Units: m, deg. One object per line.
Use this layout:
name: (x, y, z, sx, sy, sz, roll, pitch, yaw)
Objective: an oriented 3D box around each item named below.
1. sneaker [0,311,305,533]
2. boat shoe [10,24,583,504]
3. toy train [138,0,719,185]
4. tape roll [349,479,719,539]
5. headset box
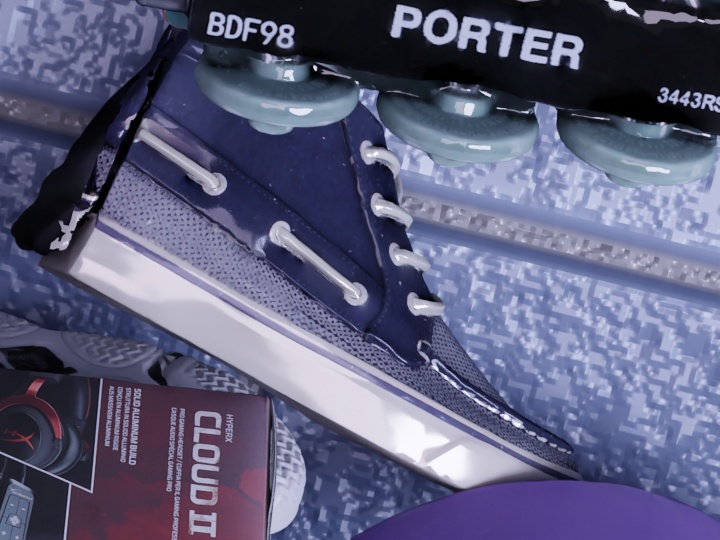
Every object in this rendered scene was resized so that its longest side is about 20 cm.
sneaker: (-0.111, 0.077, 0.881, 0.199, 0.075, 0.115, 13, 109, 21)
boat shoe: (0.000, 0.000, 0.885, 0.200, 0.075, 0.093, 30, 84, -18)
toy train: (0.033, -0.085, 0.830, 0.199, 0.114, 0.086, 9, 116, -5)
tape roll: (0.056, 0.169, 0.882, 0.199, 0.085, 0.201, -5, 124, -7)
headset box: (-0.110, 0.100, 0.790, 0.199, 0.075, 0.149, 7, 135, -6)
